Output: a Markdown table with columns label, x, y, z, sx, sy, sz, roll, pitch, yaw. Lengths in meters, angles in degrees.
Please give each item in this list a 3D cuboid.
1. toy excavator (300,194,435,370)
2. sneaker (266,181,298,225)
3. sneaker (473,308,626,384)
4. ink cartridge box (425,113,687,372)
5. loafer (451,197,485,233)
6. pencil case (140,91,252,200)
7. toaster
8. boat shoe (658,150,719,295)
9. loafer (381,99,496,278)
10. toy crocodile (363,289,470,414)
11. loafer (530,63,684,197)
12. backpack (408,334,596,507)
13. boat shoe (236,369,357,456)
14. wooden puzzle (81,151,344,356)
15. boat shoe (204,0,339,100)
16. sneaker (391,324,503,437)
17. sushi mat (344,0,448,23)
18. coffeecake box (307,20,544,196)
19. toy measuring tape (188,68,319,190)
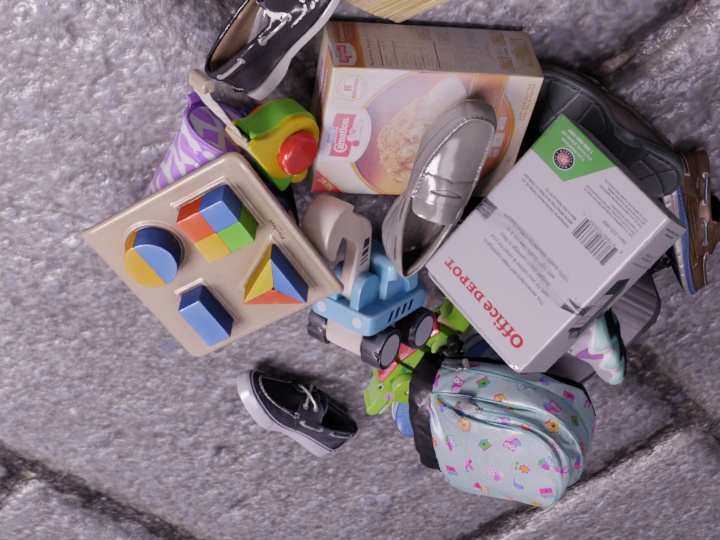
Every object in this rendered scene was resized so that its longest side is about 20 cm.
| label | x | y | z | sx | sy | sz | roll | pitch | yaw |
| --- | --- | --- | --- | --- | --- | --- | --- | --- | --- |
| toy excavator | 0.000 | 0.000 | 1.193 | 0.194 | 0.099 | 0.202 | -26 | 131 | -49 |
| sneaker | -0.124 | -0.014 | 1.183 | 0.088 | 0.079 | 0.201 | 10 | 133 | -24 |
| sneaker | 0.186 | 0.048 | 1.202 | 0.139 | 0.078 | 0.201 | -24 | 102 | 24 |
| ink cartridge box | 0.182 | -0.022 | 1.084 | 0.200 | 0.146 | 0.084 | -47 | 156 | 16 |
| loafer | 0.186 | -0.070 | 1.208 | 0.198 | 0.072 | 0.063 | -18 | 140 | 3 |
| pencil case | -0.177 | -0.078 | 1.117 | 0.085 | 0.084 | 0.200 | 40 | 122 | 4 |
| toaster | 0.244 | 0.035 | 1.296 | 0.128 | 0.114 | 0.200 | 24 | 129 | -28 |
| boat shoe | 0.372 | -0.050 | 1.264 | 0.072 | 0.073 | 0.201 | -20 | 136 | 7 |
| loafer | 0.076 | -0.074 | 1.072 | 0.069 | 0.070 | 0.201 | 7 | 137 | -17 |
| toy crocodile | 0.066 | 0.098 | 1.357 | 0.061 | 0.068 | 0.200 | 29 | 122 | -26 |
| loafer | 0.242 | -0.147 | 1.148 | 0.199 | 0.063 | 0.072 | 33 | 132 | -17 |
| backpack | 0.157 | 0.177 | 1.262 | 0.198 | 0.127 | 0.168 | 9 | 135 | 27 |
| boat shoe | -0.072 | 0.167 | 1.395 | 0.067 | 0.072 | 0.200 | -28 | 137 | 20 |
| wooden puzzle | -0.142 | -0.001 | 1.090 | 0.199 | 0.047 | 0.186 | -22 | 125 | 24 |
| boat shoe | -0.071 | -0.232 | 0.989 | 0.060 | 0.074 | 0.200 | 14 | 139 | -30 |
| sneaker | 0.112 | 0.151 | 1.396 | 0.078 | 0.090 | 0.200 | 13 | 134 | -37 |
| sushi mat | 0.073 | -0.256 | 0.959 | 0.199 | 0.012 | 0.095 | -13 | 164 | 41 |
| coffeecake box | 0.055 | -0.151 | 1.092 | 0.198 | 0.074 | 0.154 | 1 | 138 | -12 |
| toy measuring tape | -0.084 | -0.137 | 1.014 | 0.073 | 0.074 | 0.200 | -21 | 151 | 10 |
